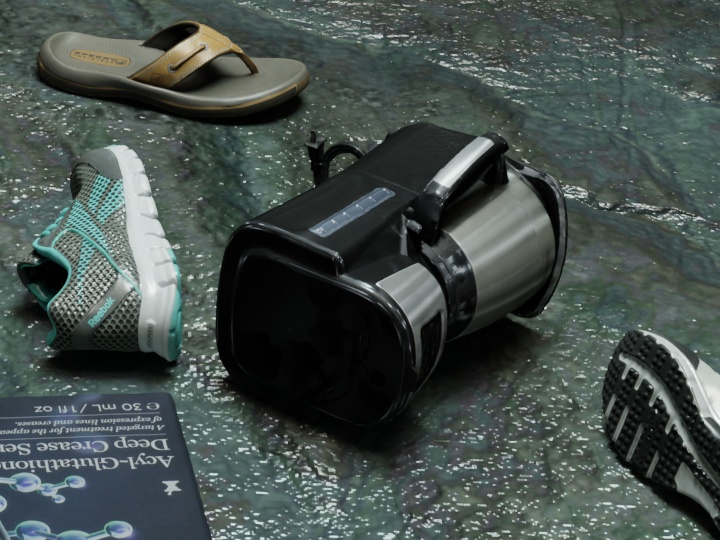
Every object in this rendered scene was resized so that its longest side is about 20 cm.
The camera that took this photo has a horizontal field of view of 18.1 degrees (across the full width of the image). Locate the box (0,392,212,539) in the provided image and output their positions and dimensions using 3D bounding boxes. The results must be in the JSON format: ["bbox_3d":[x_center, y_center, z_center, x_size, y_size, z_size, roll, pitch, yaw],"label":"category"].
[{"bbox_3d":[-0.151,0.158,1.086,0.148,0.107,0.200,-1,33,-16],"label":"box"}]

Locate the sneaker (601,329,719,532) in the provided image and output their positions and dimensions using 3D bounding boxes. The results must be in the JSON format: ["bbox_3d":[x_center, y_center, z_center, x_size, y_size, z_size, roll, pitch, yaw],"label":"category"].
[{"bbox_3d":[0.215,0.105,1.311,0.080,0.074,0.200,2,33,-38],"label":"sneaker"}]

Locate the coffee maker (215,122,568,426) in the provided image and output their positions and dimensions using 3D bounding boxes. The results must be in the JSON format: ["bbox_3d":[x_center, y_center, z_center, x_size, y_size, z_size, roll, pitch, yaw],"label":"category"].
[{"bbox_3d":[0.000,0.000,1.386,0.192,0.135,0.200,1,21,37],"label":"coffee maker"}]

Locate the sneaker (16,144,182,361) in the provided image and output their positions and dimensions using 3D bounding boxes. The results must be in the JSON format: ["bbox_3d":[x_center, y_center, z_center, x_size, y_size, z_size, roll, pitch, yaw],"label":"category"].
[{"bbox_3d":[-0.169,-0.015,1.401,0.091,0.078,0.200,-6,32,-14],"label":"sneaker"}]

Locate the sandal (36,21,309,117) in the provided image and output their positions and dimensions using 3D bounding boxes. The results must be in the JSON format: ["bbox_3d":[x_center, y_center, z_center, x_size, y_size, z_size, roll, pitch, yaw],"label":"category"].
[{"bbox_3d":[-0.137,-0.157,1.656,0.199,0.055,0.082,11,31,5],"label":"sandal"}]
